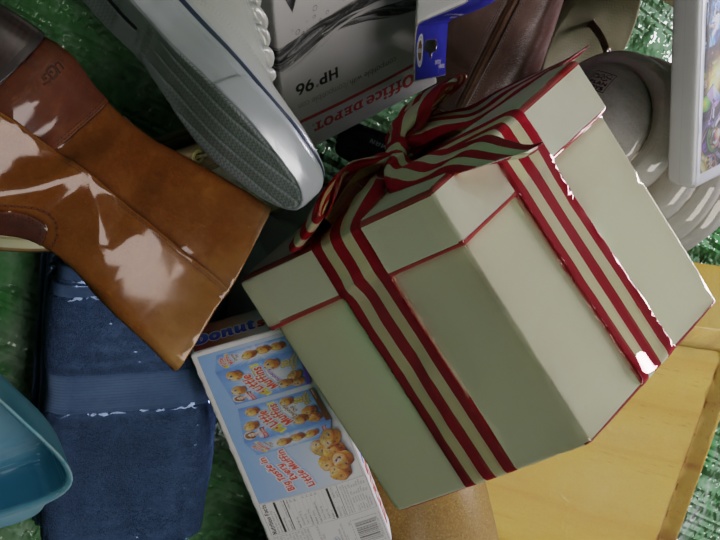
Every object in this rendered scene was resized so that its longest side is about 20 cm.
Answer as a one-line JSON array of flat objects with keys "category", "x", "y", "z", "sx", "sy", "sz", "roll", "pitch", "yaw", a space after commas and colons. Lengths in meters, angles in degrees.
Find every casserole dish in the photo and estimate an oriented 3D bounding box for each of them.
[{"category": "casserole dish", "x": -0.240, "y": 0.084, "z": 1.528, "sx": 0.120, "sy": 0.039, "sz": 0.200, "roll": -18, "pitch": 146, "yaw": 16}]

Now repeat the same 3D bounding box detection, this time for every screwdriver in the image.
[{"category": "screwdriver", "x": 0.075, "y": -0.040, "z": 1.651, "sx": 0.029, "sy": 0.199, "sz": 0.028, "roll": -47, "pitch": 158, "yaw": -50}]

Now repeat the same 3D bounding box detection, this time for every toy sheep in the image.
[{"category": "toy sheep", "x": 0.166, "y": -0.067, "z": 1.706, "sx": 0.138, "sy": 0.138, "sz": 0.200, "roll": -55, "pitch": 147, "yaw": 0}]

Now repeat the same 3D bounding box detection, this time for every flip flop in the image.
[{"category": "flip flop", "x": 0.130, "y": -0.099, "z": 1.782, "sx": 0.081, "sy": 0.057, "sz": 0.201, "roll": 33, "pitch": 85, "yaw": -50}]

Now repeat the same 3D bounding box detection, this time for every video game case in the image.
[{"category": "video game case", "x": 0.242, "y": -0.168, "z": 1.649, "sx": 0.181, "sy": 0.023, "sz": 0.201, "roll": -25, "pitch": 123, "yaw": -46}]

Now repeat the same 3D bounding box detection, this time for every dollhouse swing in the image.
[{"category": "dollhouse swing", "x": 0.156, "y": 0.093, "z": 1.950, "sx": 0.175, "sy": 0.182, "sz": 0.201, "roll": 15, "pitch": 111, "yaw": -3}]

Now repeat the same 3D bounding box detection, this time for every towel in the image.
[{"category": "towel", "x": -0.137, "y": 0.068, "z": 1.628, "sx": 0.111, "sy": 0.049, "sz": 0.201, "roll": -1, "pitch": 116, "yaw": -16}]

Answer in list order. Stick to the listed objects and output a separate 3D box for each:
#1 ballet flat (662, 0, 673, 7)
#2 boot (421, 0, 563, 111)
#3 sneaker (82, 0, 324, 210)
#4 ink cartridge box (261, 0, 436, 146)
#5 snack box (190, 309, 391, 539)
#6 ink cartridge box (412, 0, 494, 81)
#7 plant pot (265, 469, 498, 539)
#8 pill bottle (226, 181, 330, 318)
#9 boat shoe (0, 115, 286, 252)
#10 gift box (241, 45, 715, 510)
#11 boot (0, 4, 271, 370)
[{"category": "ballet flat", "x": 0.170, "y": -0.225, "z": 1.733, "sx": 0.069, "sy": 0.069, "sz": 0.201, "roll": -38, "pitch": 126, "yaw": -19}, {"category": "boot", "x": 0.130, "y": -0.171, "z": 1.680, "sx": 0.185, "sy": 0.064, "sz": 0.201, "roll": 19, "pitch": 109, "yaw": -10}, {"category": "sneaker", "x": -0.077, "y": -0.125, "z": 1.484, "sx": 0.071, "sy": 0.200, "sz": 0.073, "roll": -39, "pitch": 180, "yaw": -25}, {"category": "ink cartridge box", "x": -0.021, "y": -0.147, "z": 1.601, "sx": 0.116, "sy": 0.068, "sz": 0.201, "roll": -28, "pitch": 133, "yaw": -27}, {"category": "snack box", "x": -0.040, "y": 0.100, "z": 1.641, "sx": 0.071, "sy": 0.024, "sz": 0.201, "roll": -15, "pitch": 133, "yaw": 4}, {"category": "ink cartridge box", "x": 0.057, "y": -0.208, "z": 1.582, "sx": 0.095, "sy": 0.037, "sz": 0.201, "roll": -25, "pitch": 121, "yaw": -76}, {"category": "plant pot", "x": 0.014, "y": 0.177, "z": 1.791, "sx": 0.186, "sy": 0.186, "sz": 0.201, "roll": -9, "pitch": 107, "yaw": -40}, {"category": "pill bottle", "x": 0.000, "y": 0.000, "z": 1.686, "sx": 0.199, "sy": 0.113, "sz": 0.113, "roll": -8, "pitch": 122, "yaw": -40}, {"category": "boat shoe", "x": -0.131, "y": -0.054, "z": 1.548, "sx": 0.199, "sy": 0.074, "sz": 0.067, "roll": -11, "pitch": 104, "yaw": -21}, {"category": "gift box", "x": 0.075, "y": -0.008, "z": 1.543, "sx": 0.187, "sy": 0.199, "sz": 0.185, "roll": 56, "pitch": 40, "yaw": -9}, {"category": "boot", "x": -0.173, "y": -0.013, "z": 1.481, "sx": 0.200, "sy": 0.068, "sz": 0.189, "roll": 39, "pitch": 74, "yaw": -17}]
